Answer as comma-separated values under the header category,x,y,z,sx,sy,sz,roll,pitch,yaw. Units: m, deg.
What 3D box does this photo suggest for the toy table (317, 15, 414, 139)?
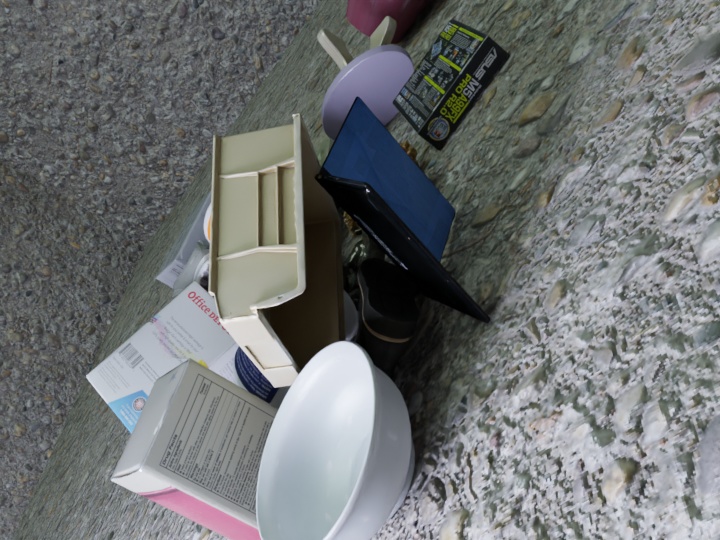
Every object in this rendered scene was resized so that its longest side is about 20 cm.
category,x,y,z,sx,sy,sz,roll,pitch,yaw
toy table,0.003,-0.333,1.322,0.198,0.183,0.119,-33,45,25

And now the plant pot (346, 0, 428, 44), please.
category,x,y,z,sx,sy,sz,roll,pitch,yaw
plant pot,0.059,-0.556,1.487,0.202,0.196,0.181,-85,19,-52

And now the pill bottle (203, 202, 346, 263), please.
category,x,y,z,sx,sy,sz,roll,pitch,yaw
pill bottle,-0.119,-0.034,1.083,0.114,0.199,0.115,-41,-27,-26

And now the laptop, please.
category,x,y,z,sx,sy,sz,roll,pitch,yaw
laptop,0.058,-0.070,0.781,0.116,0.187,0.199,-49,25,-8

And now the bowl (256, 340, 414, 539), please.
category,x,y,z,sx,sy,sz,roll,pitch,yaw
bowl,-0.012,0.177,0.714,0.201,0.089,0.204,-43,32,36

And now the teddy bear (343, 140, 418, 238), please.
category,x,y,z,sx,sy,sz,roll,pitch,yaw
teddy bear,0.038,-0.106,1.074,0.200,0.066,0.147,-43,15,51

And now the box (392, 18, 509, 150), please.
category,x,y,z,sx,sy,sz,roll,pitch,yaw
box,0.125,-0.278,1.122,0.161,0.044,0.201,-53,21,14

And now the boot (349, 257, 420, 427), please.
category,x,y,z,sx,sy,sz,roll,pitch,yaw
boot,0.014,0.076,0.856,0.200,0.076,0.141,-66,-7,-71

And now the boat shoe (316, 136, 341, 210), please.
category,x,y,z,sx,sy,sz,roll,pitch,yaw
boat shoe,-0.055,-0.118,1.295,0.071,0.066,0.205,11,86,61

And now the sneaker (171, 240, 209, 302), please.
category,x,y,z,sx,sy,sz,roll,pitch,yaw
sneaker,-0.257,0.049,1.176,0.082,0.074,0.203,47,114,43

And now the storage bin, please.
category,x,y,z,sx,sy,sz,roll,pitch,yaw
storage bin,-0.078,-0.010,0.782,0.201,0.091,0.203,70,-166,-63

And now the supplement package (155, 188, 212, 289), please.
category,x,y,z,sx,sy,sz,roll,pitch,yaw
supplement package,-0.227,-0.012,1.345,0.110,0.198,0.158,-27,35,52

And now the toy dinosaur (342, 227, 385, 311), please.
category,x,y,z,sx,sy,sz,roll,pitch,yaw
toy dinosaur,0.000,0.000,1.004,0.202,0.076,0.103,111,-175,-46

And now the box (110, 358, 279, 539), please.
category,x,y,z,sx,sy,sz,roll,pitch,yaw
box,-0.153,0.211,0.854,0.108,0.198,0.130,-29,34,50

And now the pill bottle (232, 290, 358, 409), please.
category,x,y,z,sx,sy,sz,roll,pitch,yaw
pill bottle,-0.095,0.108,0.965,0.202,0.117,0.121,-58,17,33

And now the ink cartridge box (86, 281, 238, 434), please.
category,x,y,z,sx,sy,sz,roll,pitch,yaw
ink cartridge box,-0.242,0.155,1.073,0.200,0.148,0.146,-42,50,-18
